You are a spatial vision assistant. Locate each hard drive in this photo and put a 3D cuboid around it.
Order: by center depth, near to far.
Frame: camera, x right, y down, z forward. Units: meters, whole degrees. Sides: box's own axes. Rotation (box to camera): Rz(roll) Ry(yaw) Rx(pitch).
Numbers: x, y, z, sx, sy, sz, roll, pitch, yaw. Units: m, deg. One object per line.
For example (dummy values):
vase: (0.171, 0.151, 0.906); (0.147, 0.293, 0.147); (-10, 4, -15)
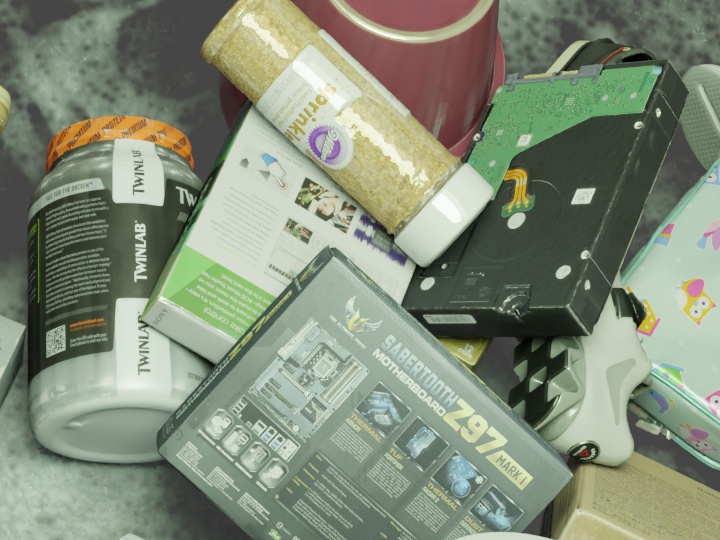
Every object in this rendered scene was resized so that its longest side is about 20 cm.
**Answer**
hard drive: (0.119, -0.045, 1.492); (0.038, 0.139, 0.201); (49, 53, -38)

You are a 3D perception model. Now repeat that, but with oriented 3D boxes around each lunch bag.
lunch bag: (0.253, 0.034, 1.577); (0.160, 0.077, 0.200); (38, 64, 6)

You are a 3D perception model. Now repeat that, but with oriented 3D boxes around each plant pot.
plant pot: (0.013, -0.164, 1.563); (0.198, 0.179, 0.201); (5, 64, -10)

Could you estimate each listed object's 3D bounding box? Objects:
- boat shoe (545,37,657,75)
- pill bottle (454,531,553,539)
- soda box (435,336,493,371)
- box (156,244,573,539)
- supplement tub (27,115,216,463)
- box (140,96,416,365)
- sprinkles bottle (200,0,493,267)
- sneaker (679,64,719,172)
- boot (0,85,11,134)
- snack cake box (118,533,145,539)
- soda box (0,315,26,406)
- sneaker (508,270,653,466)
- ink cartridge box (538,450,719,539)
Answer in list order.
boat shoe: (0.140, -0.083, 1.604); (0.063, 0.074, 0.202); (7, 51, 42)
pill bottle: (0.082, 0.262, 1.342); (0.110, 0.111, 0.201); (4, 109, -1)
soda box: (0.000, 0.000, 1.547); (0.199, 0.064, 0.068); (32, 61, 3)
box: (0.002, 0.109, 1.377); (0.200, 0.051, 0.158); (41, 95, -10)
supplement tub: (-0.152, 0.011, 1.478); (0.122, 0.123, 0.201); (1, 66, -11)
box: (-0.038, -0.013, 1.459); (0.144, 0.036, 0.201); (31, 49, -10)
sprinkles bottle: (-0.009, -0.093, 1.459); (0.200, 0.068, 0.068); (43, 64, 1)
sneaker: (0.312, -0.080, 1.657); (0.200, 0.071, 0.080); (39, 39, 13)
boot: (-0.325, -0.054, 1.499); (0.198, 0.073, 0.156); (0, 65, -10)
snack cake box: (-0.077, 0.252, 1.392); (0.199, 0.067, 0.116); (25, 86, 1)
soda box: (-0.277, 0.116, 1.435); (0.068, 0.064, 0.201); (23, 63, 0)
sneaker: (0.147, 0.042, 1.494); (0.088, 0.074, 0.201); (29, 49, -23)
ink cartridge box: (0.210, 0.194, 1.444); (0.199, 0.165, 0.075); (26, 104, 2)
